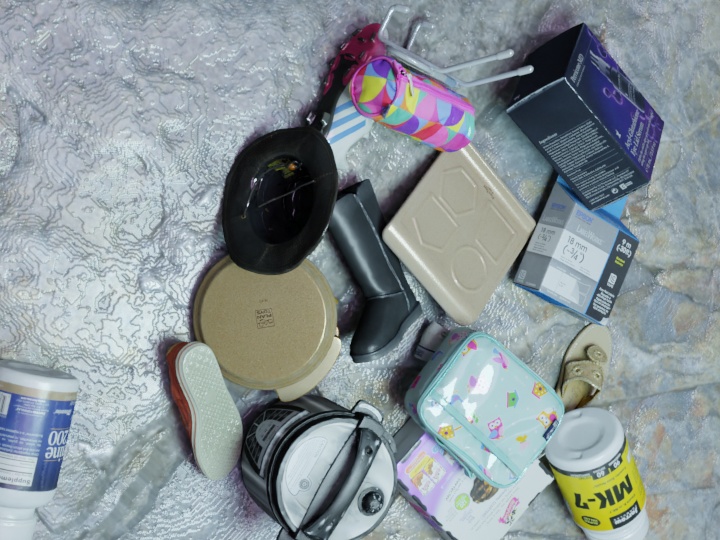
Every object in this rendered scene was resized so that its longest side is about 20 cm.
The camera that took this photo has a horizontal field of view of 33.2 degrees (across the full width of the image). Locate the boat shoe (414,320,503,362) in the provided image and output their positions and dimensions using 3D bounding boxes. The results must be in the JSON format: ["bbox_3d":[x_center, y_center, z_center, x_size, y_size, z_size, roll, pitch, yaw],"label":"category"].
[{"bbox_3d":[0.173,0.123,1.682,0.199,0.071,0.070,23,89,-16],"label":"boat shoe"}]

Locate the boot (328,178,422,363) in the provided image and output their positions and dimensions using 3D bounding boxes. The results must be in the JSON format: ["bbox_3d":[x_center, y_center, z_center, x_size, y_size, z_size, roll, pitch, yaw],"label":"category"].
[{"bbox_3d":[0.000,0.000,1.570,0.165,0.065,0.201,-47,120,-56],"label":"boot"}]

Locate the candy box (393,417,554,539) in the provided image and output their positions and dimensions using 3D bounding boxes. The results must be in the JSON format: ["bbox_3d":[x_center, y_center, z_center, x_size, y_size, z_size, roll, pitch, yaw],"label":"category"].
[{"bbox_3d":[0.144,0.278,1.678,0.168,0.072,0.200,-46,108,-13],"label":"candy box"}]

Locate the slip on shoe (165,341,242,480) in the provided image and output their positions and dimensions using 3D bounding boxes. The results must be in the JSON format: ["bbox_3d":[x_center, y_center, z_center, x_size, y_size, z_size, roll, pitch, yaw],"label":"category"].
[{"bbox_3d":[-0.201,0.177,1.539,0.074,0.061,0.201,-28,118,-31],"label":"slip on shoe"}]

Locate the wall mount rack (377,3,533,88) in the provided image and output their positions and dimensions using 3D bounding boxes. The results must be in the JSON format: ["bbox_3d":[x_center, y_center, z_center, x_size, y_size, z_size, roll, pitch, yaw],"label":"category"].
[{"bbox_3d":[0.119,-0.275,1.546,0.173,0.200,0.075,30,100,18],"label":"wall mount rack"}]

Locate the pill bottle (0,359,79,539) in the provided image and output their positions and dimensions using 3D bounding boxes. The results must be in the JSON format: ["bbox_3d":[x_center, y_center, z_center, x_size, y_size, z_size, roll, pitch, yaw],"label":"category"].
[{"bbox_3d":[-0.407,0.214,1.427,0.111,0.111,0.201,13,90,-22],"label":"pill bottle"}]

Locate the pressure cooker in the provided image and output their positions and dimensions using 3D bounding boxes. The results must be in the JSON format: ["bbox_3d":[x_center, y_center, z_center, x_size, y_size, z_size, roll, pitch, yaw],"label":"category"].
[{"bbox_3d":[-0.047,0.253,1.529,0.178,0.200,0.177,-12,100,-20],"label":"pressure cooker"}]

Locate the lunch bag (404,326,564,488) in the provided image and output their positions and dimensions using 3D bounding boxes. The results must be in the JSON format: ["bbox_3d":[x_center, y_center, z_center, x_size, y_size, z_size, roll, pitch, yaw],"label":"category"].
[{"bbox_3d":[0.166,0.187,1.601,0.200,0.077,0.161,42,78,-18],"label":"lunch bag"}]

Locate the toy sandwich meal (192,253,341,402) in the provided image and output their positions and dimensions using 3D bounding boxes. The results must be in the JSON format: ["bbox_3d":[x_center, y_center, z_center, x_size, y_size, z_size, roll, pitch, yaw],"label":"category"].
[{"bbox_3d":[-0.116,0.063,1.555,0.204,0.070,0.206,0,91,1],"label":"toy sandwich meal"}]

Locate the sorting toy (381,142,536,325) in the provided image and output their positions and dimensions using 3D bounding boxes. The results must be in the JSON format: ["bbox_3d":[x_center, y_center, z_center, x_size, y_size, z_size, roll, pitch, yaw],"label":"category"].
[{"bbox_3d":[0.135,-0.054,1.649,0.185,0.036,0.200,48,61,-18],"label":"sorting toy"}]

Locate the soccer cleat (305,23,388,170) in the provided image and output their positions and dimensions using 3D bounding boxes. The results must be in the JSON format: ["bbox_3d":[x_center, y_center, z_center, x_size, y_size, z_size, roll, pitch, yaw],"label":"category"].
[{"bbox_3d":[-0.009,-0.225,1.585,0.086,0.070,0.200,33,83,-39],"label":"soccer cleat"}]

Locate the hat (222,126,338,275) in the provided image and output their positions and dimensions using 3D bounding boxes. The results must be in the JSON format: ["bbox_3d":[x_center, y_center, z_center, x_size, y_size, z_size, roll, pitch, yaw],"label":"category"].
[{"bbox_3d":[-0.086,-0.078,1.518,0.081,0.200,0.201,32,81,-51],"label":"hat"}]

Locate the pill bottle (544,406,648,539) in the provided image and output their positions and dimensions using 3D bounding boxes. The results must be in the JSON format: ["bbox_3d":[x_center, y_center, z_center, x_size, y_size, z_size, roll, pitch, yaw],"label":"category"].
[{"bbox_3d":[0.341,0.301,1.719,0.114,0.114,0.200,-36,124,-16],"label":"pill bottle"}]

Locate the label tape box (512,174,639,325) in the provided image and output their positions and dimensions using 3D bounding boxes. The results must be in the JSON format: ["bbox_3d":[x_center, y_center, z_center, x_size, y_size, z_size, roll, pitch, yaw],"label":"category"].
[{"bbox_3d":[0.320,-0.042,1.716,0.144,0.063,0.201,25,85,-33],"label":"label tape box"}]

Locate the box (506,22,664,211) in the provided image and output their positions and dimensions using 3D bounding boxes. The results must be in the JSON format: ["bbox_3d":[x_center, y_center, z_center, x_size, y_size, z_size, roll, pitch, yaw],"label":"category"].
[{"bbox_3d":[0.311,-0.210,1.656,0.200,0.104,0.148,45,43,-20],"label":"box"}]

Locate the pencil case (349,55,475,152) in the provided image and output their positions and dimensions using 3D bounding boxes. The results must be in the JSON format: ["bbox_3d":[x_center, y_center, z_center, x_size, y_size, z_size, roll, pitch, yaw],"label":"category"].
[{"bbox_3d":[0.072,-0.213,1.560,0.200,0.088,0.089,14,89,-53],"label":"pencil case"}]

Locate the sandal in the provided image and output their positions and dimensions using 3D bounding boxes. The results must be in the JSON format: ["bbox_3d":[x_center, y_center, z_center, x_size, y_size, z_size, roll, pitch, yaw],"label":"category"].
[{"bbox_3d":[0.320,0.174,1.742,0.078,0.070,0.212,37,80,-21],"label":"sandal"}]
